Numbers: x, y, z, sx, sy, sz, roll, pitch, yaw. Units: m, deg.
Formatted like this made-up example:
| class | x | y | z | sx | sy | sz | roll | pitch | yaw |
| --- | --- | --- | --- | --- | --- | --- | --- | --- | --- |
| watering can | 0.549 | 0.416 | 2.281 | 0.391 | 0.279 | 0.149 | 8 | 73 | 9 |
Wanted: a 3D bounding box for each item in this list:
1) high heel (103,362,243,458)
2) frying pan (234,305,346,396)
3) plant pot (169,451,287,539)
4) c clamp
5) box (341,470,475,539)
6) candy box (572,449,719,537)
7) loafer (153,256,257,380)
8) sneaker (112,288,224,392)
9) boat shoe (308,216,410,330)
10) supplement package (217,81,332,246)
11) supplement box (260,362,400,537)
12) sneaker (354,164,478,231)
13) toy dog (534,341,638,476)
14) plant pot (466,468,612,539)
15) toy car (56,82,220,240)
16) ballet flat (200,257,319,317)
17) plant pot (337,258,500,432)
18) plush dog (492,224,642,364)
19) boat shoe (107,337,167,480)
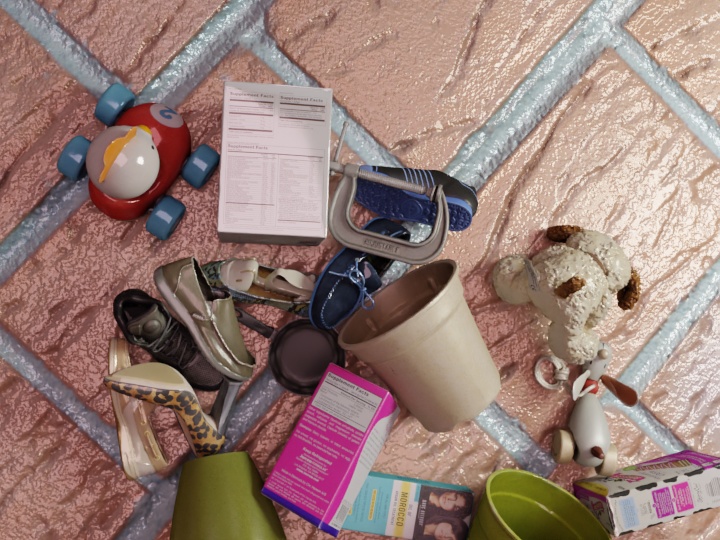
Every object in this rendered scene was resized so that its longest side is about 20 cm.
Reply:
| class | x | y | z | sx | sy | sz | roll | pitch | yaw |
| --- | --- | --- | --- | --- | --- | --- | --- | --- | --- |
| high heel | -0.266 | 0.203 | 1.205 | 0.198 | 0.071 | 0.144 | 10 | 111 | -33 |
| frying pan | -0.114 | 0.118 | 1.280 | 0.187 | 0.031 | 0.117 | 11 | 96 | -5 |
| plant pot | -0.184 | 0.357 | 1.206 | 0.184 | 0.187 | 0.203 | -8 | 74 | -8 |
| c clamp | 0.038 | -0.103 | 1.243 | 0.198 | 0.027 | 0.173 | 21 | 80 | 5 |
| box | 0.062 | 0.345 | 1.288 | 0.197 | 0.049 | 0.083 | 10 | 86 | -6 |
| candy box | 0.430 | 0.322 | 1.294 | 0.197 | 0.136 | 0.062 | -14 | 87 | -8 |
| loafer | -0.202 | 0.065 | 1.216 | 0.069 | 0.075 | 0.201 | -35 | 104 | 7 |
| sneaker | -0.266 | 0.102 | 1.227 | 0.199 | 0.114 | 0.076 | 44 | 84 | -7 |
| boat shoe | 0.000 | 0.000 | 1.255 | 0.068 | 0.084 | 0.201 | 17 | 65 | 37 |
| supplement package | -0.122 | -0.143 | 1.237 | 0.148 | 0.152 | 0.203 | 2 | 87 | -8 |
| supplement box | -0.037 | 0.247 | 1.220 | 0.102 | 0.101 | 0.201 | 25 | 74 | 21 |
| sneaker | 0.078 | -0.118 | 1.308 | 0.198 | 0.078 | 0.071 | 20 | 130 | 5 |
| toy dog | 0.343 | 0.206 | 1.301 | 0.130 | 0.096 | 0.203 | -9 | 83 | -9 |
| plant pot | 0.221 | 0.420 | 1.230 | 0.198 | 0.201 | 0.195 | 24 | 110 | -6 |
| toy car | -0.305 | -0.158 | 1.190 | 0.183 | 0.200 | 0.178 | 34 | 83 | -5 |
| ballet flat | -0.138 | 0.013 | 1.267 | 0.197 | 0.074 | 0.075 | 11 | 86 | -11 |
| plant pot | 0.098 | 0.118 | 1.248 | 0.200 | 0.200 | 0.185 | -36 | 103 | -8 |
| plush dog | 0.319 | 0.007 | 1.288 | 0.200 | 0.161 | 0.171 | 46 | 59 | 11 |
| boat shoe | -0.311 | 0.189 | 1.240 | 0.068 | 0.074 | 0.203 | -9 | 97 | -11 |
